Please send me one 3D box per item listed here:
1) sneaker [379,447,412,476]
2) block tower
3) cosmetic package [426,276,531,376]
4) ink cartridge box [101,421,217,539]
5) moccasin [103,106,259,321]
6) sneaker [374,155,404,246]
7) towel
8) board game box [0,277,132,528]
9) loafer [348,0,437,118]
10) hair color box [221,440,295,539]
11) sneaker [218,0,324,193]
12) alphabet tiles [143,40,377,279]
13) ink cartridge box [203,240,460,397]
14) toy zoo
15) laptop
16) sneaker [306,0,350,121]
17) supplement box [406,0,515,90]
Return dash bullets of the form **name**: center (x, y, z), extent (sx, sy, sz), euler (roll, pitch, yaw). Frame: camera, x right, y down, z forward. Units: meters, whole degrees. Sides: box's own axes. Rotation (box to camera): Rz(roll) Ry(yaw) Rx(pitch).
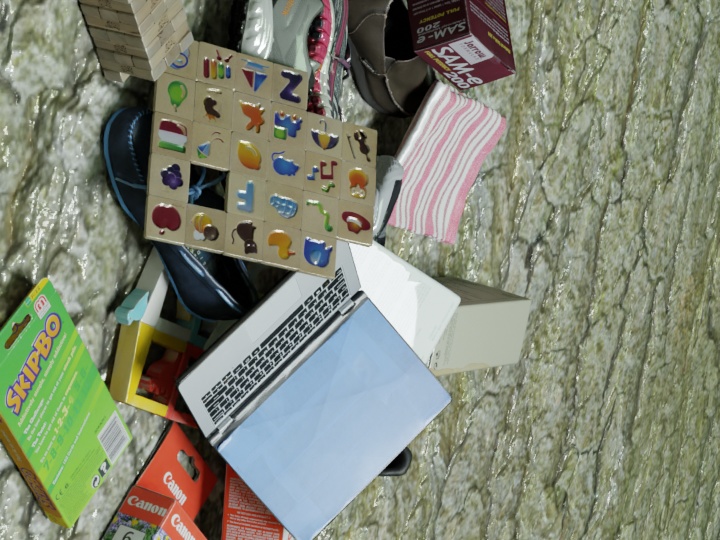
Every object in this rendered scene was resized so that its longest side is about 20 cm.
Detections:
- **sneaker**: center (-0.004, 0.144, 1.841), extent (0.200, 0.083, 0.077), euler (42, 65, -58)
- **block tower**: center (-0.178, -0.229, 1.403), extent (0.054, 0.057, 0.201), euler (-52, 144, -34)
- **cosmetic package**: center (0.079, 0.054, 1.927), extent (0.199, 0.103, 0.074), euler (-1, 105, -58)
- **ink cartridge box**: center (-0.169, 0.241, 1.631), extent (0.201, 0.050, 0.109), euler (-61, 147, -24)
- **moccasin**: center (-0.131, -0.047, 1.527), extent (0.081, 0.068, 0.201), euler (-54, 132, -32)
- **sneaker**: center (0.000, 0.000, 1.769), extent (0.114, 0.075, 0.201), euler (41, 71, -37)
- **towel**: center (0.079, -0.102, 1.879), extent (0.147, 0.030, 0.200), euler (-65, 159, 5)
- **board game box**: center (-0.238, 0.101, 1.476), extent (0.096, 0.030, 0.201), euler (-57, 148, -31)
- **loafer**: center (0.032, -0.198, 1.764), extent (0.074, 0.071, 0.200), euler (-66, 149, -15)
- **hair color box**: center (-0.084, 0.227, 1.734), extent (0.111, 0.063, 0.202), euler (-48, 146, -71)
- **sneaker**: center (-0.074, -0.138, 1.580), extent (0.079, 0.074, 0.202), euler (7, 101, -16)
- **alphabet tiles**: center (-0.074, -0.086, 1.515), extent (0.198, 0.008, 0.169), euler (13, 69, -29)
- **ink cartridge box**: center (-0.028, 0.044, 1.688), extent (0.199, 0.047, 0.161), euler (32, 85, -27)
- **toy zoo**: center (-0.147, 0.059, 1.614), extent (0.200, 0.020, 0.132), euler (28, 76, -59)
- **laptop**: center (-0.033, 0.099, 1.602), extent (0.187, 0.116, 0.200), euler (-44, 158, -13)
- **sneaker**: center (-0.040, -0.155, 1.651), extent (0.074, 0.080, 0.202), euler (-14, 114, -59)
- **supplement box**: center (0.082, -0.277, 1.745), extent (0.109, 0.060, 0.202), euler (29, 50, -60)
